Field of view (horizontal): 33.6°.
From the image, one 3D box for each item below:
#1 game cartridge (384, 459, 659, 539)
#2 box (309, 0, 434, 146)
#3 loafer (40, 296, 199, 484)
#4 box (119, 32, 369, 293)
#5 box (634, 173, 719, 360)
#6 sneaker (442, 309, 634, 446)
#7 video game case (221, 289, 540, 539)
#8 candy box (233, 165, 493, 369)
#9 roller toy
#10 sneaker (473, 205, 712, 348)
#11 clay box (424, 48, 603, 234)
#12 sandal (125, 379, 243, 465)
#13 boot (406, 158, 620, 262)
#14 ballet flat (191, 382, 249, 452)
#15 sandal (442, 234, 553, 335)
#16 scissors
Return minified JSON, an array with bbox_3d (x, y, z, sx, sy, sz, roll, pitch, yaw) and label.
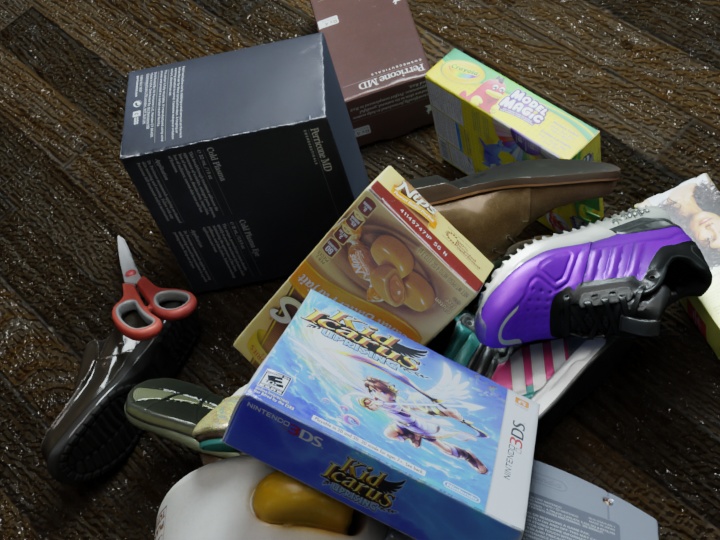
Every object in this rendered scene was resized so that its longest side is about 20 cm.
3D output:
[{"bbox_3d":[0.119,0.187,0.857,0.197,0.041,0.134,20,33,1],"label":"game cartridge"},{"bbox_3d":[0.010,-0.230,1.223,0.099,0.075,0.202,-17,55,2],"label":"box"},{"bbox_3d":[-0.220,0.102,1.058,0.070,0.074,0.201,15,51,28],"label":"loafer"},{"bbox_3d":[-0.094,-0.090,1.072,0.179,0.201,0.105,-9,52,8],"label":"box"},{"bbox_3d":[0.304,0.015,0.983,0.074,0.050,0.202,-24,54,-3],"label":"box"},{"bbox_3d":[0.133,0.065,0.979,0.199,0.084,0.121,-41,65,-13],"label":"sneaker"},{"bbox_3d":[0.024,0.104,0.825,0.198,0.046,0.182,26,22,2],"label":"video game case"},{"bbox_3d":[-0.001,0.029,0.951,0.115,0.200,0.055,43,32,0],"label":"candy box"},{"bbox_3d":[-0.061,0.218,0.852,0.180,0.200,0.142,-17,51,18],"label":"roller toy"},{"bbox_3d":[0.185,0.019,0.911,0.198,0.070,0.100,-23,46,-18],"label":"sneaker"},{"bbox_3d":[0.148,-0.106,1.070,0.048,0.116,0.199,-42,56,-18],"label":"clay box"},{"bbox_3d":[-0.104,0.149,0.986,0.198,0.058,0.080,21,21,16],"label":"sandal"},{"bbox_3d":[0.113,-0.045,0.960,0.196,0.077,0.074,-10,10,5],"label":"boot"},{"bbox_3d":[-0.053,0.110,0.882,0.070,0.199,0.072,-11,70,32],"label":"ballet flat"},{"bbox_3d":[0.151,-0.001,1.023,0.198,0.081,0.058,-14,39,6],"label":"sandal"},{"bbox_3d":[-0.215,0.011,1.096,0.072,0.014,0.199,-27,34,-22],"label":"scissors"}]
